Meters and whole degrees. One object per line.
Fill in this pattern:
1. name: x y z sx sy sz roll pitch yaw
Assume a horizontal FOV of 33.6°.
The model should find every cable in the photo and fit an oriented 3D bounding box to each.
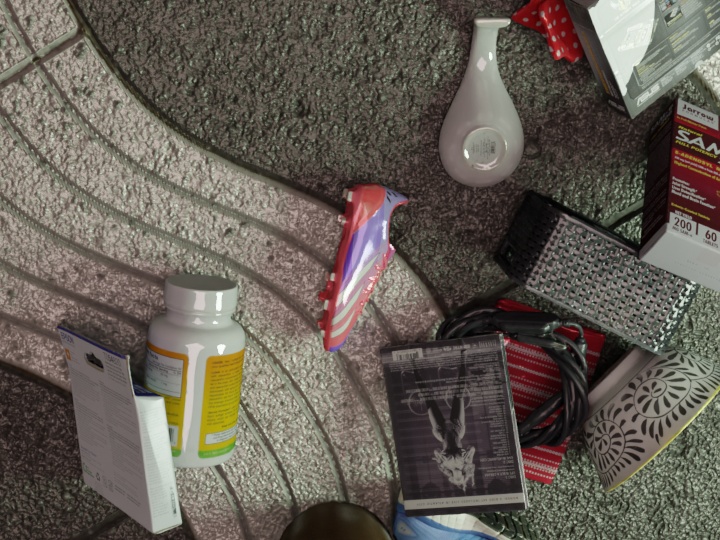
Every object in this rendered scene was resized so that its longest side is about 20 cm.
1. cable: 0.166 0.125 1.382 0.198 0.051 0.165 0 104 19

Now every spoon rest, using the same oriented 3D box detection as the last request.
1. spoon rest: 0.140 -0.190 1.344 0.098 0.061 0.202 1 115 -2

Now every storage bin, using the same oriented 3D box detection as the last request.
1. storage bin: 0.264 -0.001 1.343 0.199 0.135 0.094 27 100 -9

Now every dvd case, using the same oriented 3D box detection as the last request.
1. dvd case: 0.107 0.179 1.368 0.147 0.016 0.202 -8 92 22

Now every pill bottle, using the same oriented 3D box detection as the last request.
1. pill bottle: -0.188 0.111 1.353 0.110 0.111 0.202 6 102 -5

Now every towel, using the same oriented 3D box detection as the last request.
1. towel: 0.197 0.146 1.429 0.143 0.022 0.202 17 101 -7

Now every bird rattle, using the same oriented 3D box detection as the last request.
1. bird rattle: 0.262 -0.327 1.296 0.161 0.113 0.202 -3 106 -19

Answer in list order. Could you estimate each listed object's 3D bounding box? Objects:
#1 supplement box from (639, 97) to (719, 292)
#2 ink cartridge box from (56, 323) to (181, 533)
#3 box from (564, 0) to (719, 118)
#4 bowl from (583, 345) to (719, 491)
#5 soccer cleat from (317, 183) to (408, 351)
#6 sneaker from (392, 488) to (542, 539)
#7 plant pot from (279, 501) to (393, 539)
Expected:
1. supplement box: 0.371 -0.084 1.307 0.108 0.201 0.061 21 142 -8
2. ink cartridge box: -0.268 0.166 1.324 0.040 0.199 0.202 -15 107 -32
3. box: 0.330 -0.286 1.285 0.199 0.048 0.159 -39 128 -4
4. bowl: 0.317 0.149 1.366 0.094 0.201 0.201 45 97 8
5. soccer cleat: 0.000 0.000 1.367 0.076 0.067 0.202 10 99 -10
6. sneaker: 0.131 0.328 1.445 0.198 0.079 0.090 20 108 1
7. plant pot: -0.026 0.374 1.375 0.198 0.198 0.202 -1 103 -4
